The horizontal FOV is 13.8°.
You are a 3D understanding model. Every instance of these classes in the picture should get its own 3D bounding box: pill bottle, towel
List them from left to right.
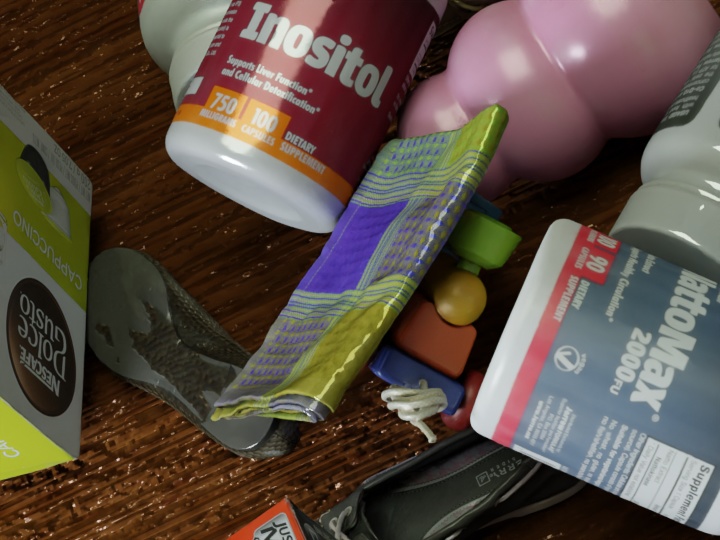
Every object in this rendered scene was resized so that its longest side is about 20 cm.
[{"bbox_3d":[-0.084,-0.181,1.805,0.110,0.111,0.201,-18,53,10],"label":"pill bottle"},{"bbox_3d":[-0.021,-0.132,1.672,0.112,0.113,0.201,19,79,31],"label":"pill bottle"},{"bbox_3d":[0.000,0.000,1.569,0.201,0.023,0.143,-56,16,-15],"label":"towel"},{"bbox_3d":[0.167,0.065,1.508,0.199,0.120,0.120,23,67,4],"label":"pill bottle"},{"bbox_3d":[0.221,-0.069,1.599,0.113,0.114,0.201,20,64,31],"label":"pill bottle"}]

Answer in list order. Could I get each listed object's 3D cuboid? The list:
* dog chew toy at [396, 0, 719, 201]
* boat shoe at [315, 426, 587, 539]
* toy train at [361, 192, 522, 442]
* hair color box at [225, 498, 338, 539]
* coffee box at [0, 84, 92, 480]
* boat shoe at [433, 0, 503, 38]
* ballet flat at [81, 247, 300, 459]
[{"bbox_3d":[0.107,-0.108,1.681,0.199,0.125,0.125,-35,52,9],"label":"dog chew toy"},{"bbox_3d":[0.031,0.125,1.593,0.199,0.057,0.067,-29,52,2],"label":"boat shoe"},{"bbox_3d":[0.048,0.019,1.570,0.116,0.084,0.200,-61,16,4],"label":"toy train"},{"bbox_3d":[-0.083,0.213,1.534,0.200,0.101,0.061,-36,48,11],"label":"hair color box"},{"bbox_3d":[-0.287,0.005,1.698,0.199,0.200,0.199,-15,55,21],"label":"coffee box"},{"bbox_3d":[0.064,-0.187,1.734,0.200,0.071,0.065,-38,16,30],"label":"boat shoe"},{"bbox_3d":[-0.097,0.050,1.708,0.200,0.046,0.068,36,98,41],"label":"ballet flat"}]
